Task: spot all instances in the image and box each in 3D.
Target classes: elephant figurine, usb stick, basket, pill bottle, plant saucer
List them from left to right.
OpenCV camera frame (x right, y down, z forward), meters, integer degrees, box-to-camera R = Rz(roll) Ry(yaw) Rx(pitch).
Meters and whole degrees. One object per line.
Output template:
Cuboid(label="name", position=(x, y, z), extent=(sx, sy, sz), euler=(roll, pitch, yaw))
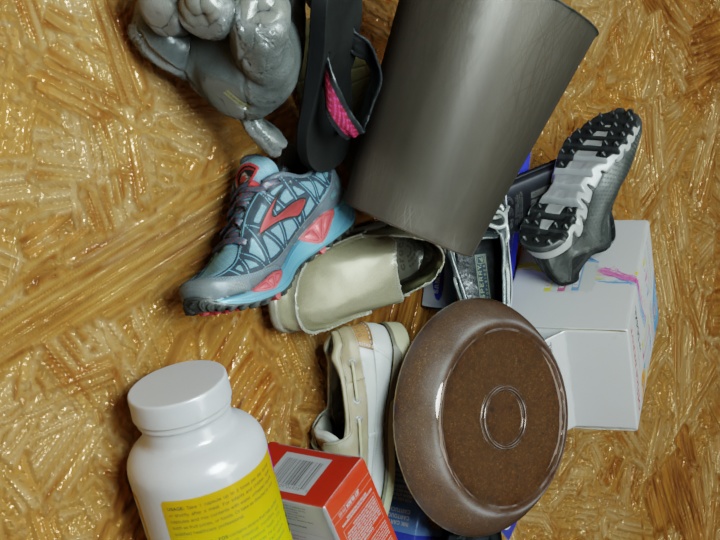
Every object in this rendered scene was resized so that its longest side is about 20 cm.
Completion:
Cuboid(label="pill bottle", position=(-0.108, 0.172, 0.919), extent=(0.104, 0.103, 0.202), euler=(-33, 118, -44))
Cuboid(label="elephant figurine", position=(-0.069, -0.222, 0.911), extent=(0.140, 0.155, 0.202), euler=(26, 59, -4))
Cuboid(label="basket", position=(0.076, -0.124, 0.983), extent=(0.179, 0.136, 0.202), euler=(18, 98, -42))
Cuboid(label="plant saucer", position=(0.112, 0.124, 1.065), extent=(0.198, 0.034, 0.203), euler=(2, 86, -38))
Cuboid(label="usb stick", position=(0.174, -0.075, 1.232), extent=(0.199, 0.032, 0.056), euler=(-24, 119, -49))

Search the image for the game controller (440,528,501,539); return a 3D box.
Cuboid(label="game controller", position=(0.082, 0.284, 1.077), extent=(0.105, 0.042, 0.202), euler=(74, 29, -50))

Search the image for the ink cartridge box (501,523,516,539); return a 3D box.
Cuboid(label="ink cartridge box", position=(0.124, 0.154, 1.141), extent=(0.095, 0.037, 0.201), euler=(-58, 134, -29))

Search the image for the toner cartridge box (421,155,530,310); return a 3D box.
Cuboid(label="toner cartridge box", position=(0.115, -0.057, 1.218), extent=(0.094, 0.043, 0.203), euler=(16, 81, -50))

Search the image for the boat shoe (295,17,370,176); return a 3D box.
Cuboid(label="boat shoe", position=(0.004, -0.132, 1.063), extent=(0.202, 0.071, 0.066), euler=(60, 26, -26))

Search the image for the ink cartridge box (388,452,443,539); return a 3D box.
Cuboid(label="ink cartridge box", position=(0.066, 0.196, 1.160), extent=(0.136, 0.076, 0.203), euler=(15, 83, -50))

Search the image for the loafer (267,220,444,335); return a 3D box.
Cuboid(label="loafer", position=(0.000, 0.000, 1.063), extent=(0.199, 0.068, 0.077), euler=(-27, 114, -46))

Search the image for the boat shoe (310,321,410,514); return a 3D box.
Cuboid(label="boat shoe", position=(-0.009, 0.141, 1.072), extent=(0.068, 0.075, 0.203), euler=(2, 101, -22))

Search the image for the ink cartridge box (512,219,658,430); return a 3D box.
Cuboid(label="ink cartridge box", position=(0.217, 0.060, 1.238), extent=(0.201, 0.124, 0.130), euler=(-66, 148, -48))

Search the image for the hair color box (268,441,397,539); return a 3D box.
Cuboid(label="hair color box", position=(-0.019, 0.241, 1.037), extent=(0.061, 0.101, 0.202), euler=(-46, 128, -40))

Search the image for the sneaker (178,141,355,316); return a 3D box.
Cuboid(label="sneaker", position=(-0.083, -0.037, 0.964), extent=(0.200, 0.079, 0.097), euler=(-46, 121, -50))

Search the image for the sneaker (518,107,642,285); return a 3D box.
Cuboid(label="sneaker", position=(0.219, -0.067, 1.214), extent=(0.201, 0.066, 0.091), euler=(-56, 137, -27))

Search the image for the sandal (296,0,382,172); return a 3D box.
Cuboid(label="sandal", position=(-0.011, -0.138, 0.914), extent=(0.201, 0.045, 0.076), euler=(96, 20, -54))

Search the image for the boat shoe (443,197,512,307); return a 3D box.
Cuboid(label="boat shoe", position=(0.097, -0.043, 1.116), extent=(0.068, 0.072, 0.202), euler=(-70, 155, -81))
